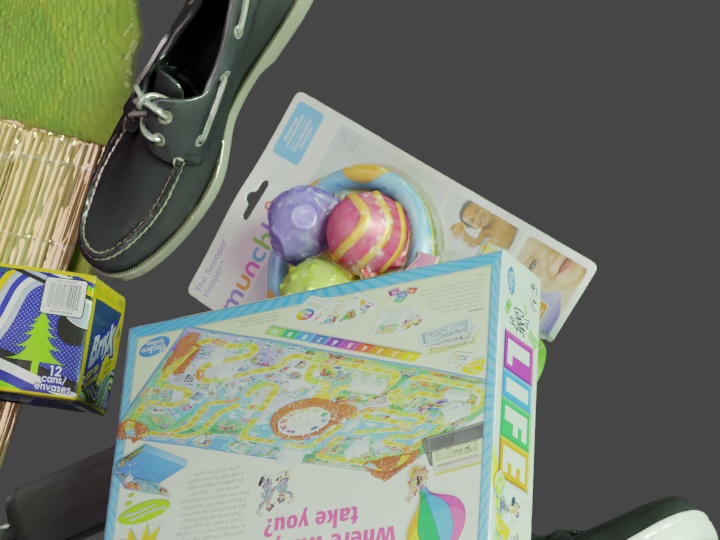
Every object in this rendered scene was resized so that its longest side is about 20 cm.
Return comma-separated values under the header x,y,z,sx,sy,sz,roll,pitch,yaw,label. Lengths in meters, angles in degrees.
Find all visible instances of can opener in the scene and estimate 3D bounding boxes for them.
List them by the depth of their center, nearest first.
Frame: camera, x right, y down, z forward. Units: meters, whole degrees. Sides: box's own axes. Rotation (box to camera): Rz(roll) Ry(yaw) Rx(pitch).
x,y,z,sx,sy,sz,roll,pitch,yaw,label
-0.143,0.128,1.041,0.200,0.053,0.066,-29,79,23,can opener

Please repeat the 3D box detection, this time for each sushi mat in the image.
x,y,z,sx,sy,sz,roll,pitch,yaw,label
-0.206,0.016,1.104,0.096,0.012,0.200,18,87,2,sushi mat

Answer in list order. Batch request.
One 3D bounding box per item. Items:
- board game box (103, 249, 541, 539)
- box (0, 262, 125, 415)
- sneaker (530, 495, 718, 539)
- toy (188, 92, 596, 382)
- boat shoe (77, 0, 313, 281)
x,y,z,sx,sy,sz,roll,pitch,yaw,label
-0.020,0.075,0.913,0.200,0.034,0.135,-11,60,32,board game box
-0.224,0.025,1.058,0.200,0.070,0.064,8,81,7,box
0.046,0.122,0.902,0.200,0.073,0.112,-37,62,22,sneaker
0.000,0.000,0.980,0.200,0.047,0.115,32,94,34,toy
-0.094,-0.089,1.055,0.073,0.063,0.200,34,97,34,boat shoe
